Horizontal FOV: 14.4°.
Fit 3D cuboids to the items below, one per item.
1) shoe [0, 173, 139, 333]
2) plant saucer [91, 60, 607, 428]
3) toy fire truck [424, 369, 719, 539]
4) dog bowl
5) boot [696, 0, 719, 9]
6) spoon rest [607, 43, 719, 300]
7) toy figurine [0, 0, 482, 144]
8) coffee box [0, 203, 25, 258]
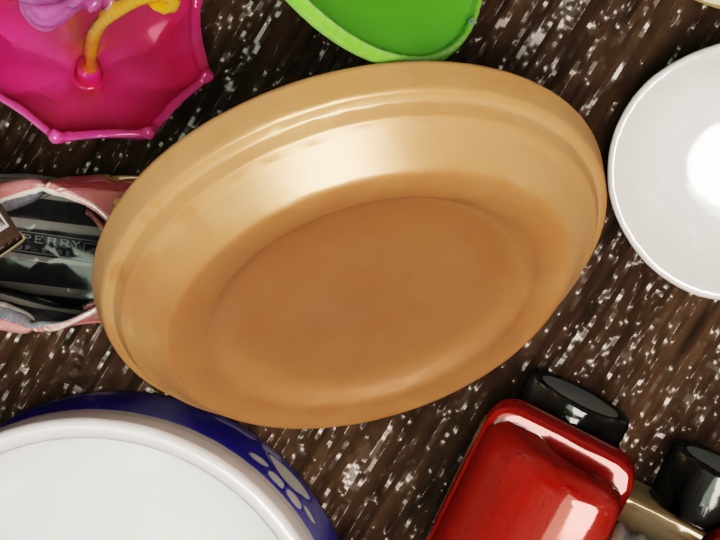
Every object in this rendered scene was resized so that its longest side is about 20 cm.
[{"bbox_3d":[-0.074,-0.002,1.120,0.199,0.091,0.072,5,98,5],"label":"shoe"},{"bbox_3d":[0.000,0.000,1.070,0.200,0.200,0.038,-24,56,9],"label":"plant saucer"},{"bbox_3d":[0.104,0.141,1.065,0.176,0.200,0.129,27,99,2],"label":"toy fire truck"},{"bbox_3d":[-0.102,0.152,1.151,0.199,0.079,0.201,1,98,6],"label":"dog bowl"},{"bbox_3d":[0.111,-0.184,1.025,0.200,0.072,0.155,22,139,-25],"label":"boot"},{"bbox_3d":[0.185,-0.068,1.099,0.200,0.061,0.099,-38,92,9],"label":"spoon rest"},{"bbox_3d":[-0.086,-0.122,1.068,0.184,0.150,0.200,-27,132,35],"label":"toy figurine"},{"bbox_3d":[-0.232,-0.056,1.048,0.113,0.080,0.200,-31,95,37],"label":"coffee box"}]
